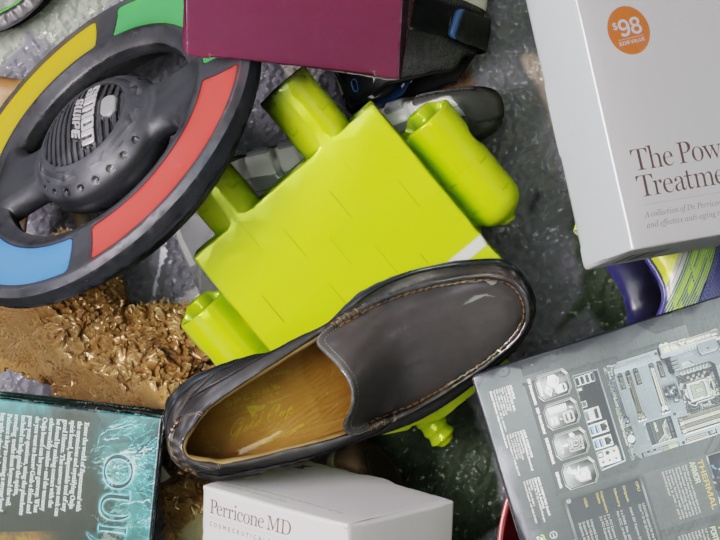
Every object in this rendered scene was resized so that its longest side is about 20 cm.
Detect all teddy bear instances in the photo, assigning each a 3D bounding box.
[{"bbox_3d":[-0.116,0.068,1.249,0.199,0.067,0.146,28,119,13],"label":"teddy bear"}]

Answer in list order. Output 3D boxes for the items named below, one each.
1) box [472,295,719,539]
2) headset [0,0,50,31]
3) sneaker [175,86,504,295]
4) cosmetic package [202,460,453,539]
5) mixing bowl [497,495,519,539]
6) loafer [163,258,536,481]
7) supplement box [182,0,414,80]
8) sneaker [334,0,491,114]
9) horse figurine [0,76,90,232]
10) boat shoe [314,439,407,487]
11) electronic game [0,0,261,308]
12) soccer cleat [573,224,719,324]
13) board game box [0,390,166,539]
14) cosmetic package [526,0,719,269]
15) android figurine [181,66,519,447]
[{"bbox_3d":[0.156,0.122,1.102,0.156,0.051,0.202,-19,83,8],"label":"box"},{"bbox_3d":[-0.210,-0.234,1.296,0.122,0.094,0.202,14,104,6],"label":"headset"},{"bbox_3d":[-0.003,-0.022,1.243,0.199,0.075,0.116,-18,90,17],"label":"sneaker"},{"bbox_3d":[-0.019,0.208,1.169,0.107,0.084,0.202,8,101,42],"label":"cosmetic package"},{"bbox_3d":[0.173,0.145,1.178,0.198,0.108,0.202,0,88,9],"label":"mixing bowl"},{"bbox_3d":[-0.003,0.055,1.134,0.199,0.072,0.073,-27,95,1],"label":"loafer"},{"bbox_3d":[-0.018,-0.198,1.160,0.109,0.086,0.201,8,48,3],"label":"supplement box"},{"bbox_3d":[-0.028,-0.141,1.245,0.198,0.073,0.113,1,84,8],"label":"sneaker"},{"bbox_3d":[-0.228,-0.059,1.288,0.198,0.050,0.134,-16,87,9],"label":"horse figurine"},{"bbox_3d":[0.018,0.194,1.229,0.076,0.072,0.201,-31,73,19],"label":"boat shoe"},{"bbox_3d":[-0.132,-0.066,1.180,0.199,0.042,0.201,-26,40,24],"label":"electronic game"},{"bbox_3d":[0.148,-0.053,1.210,0.083,0.065,0.202,-11,87,-11],"label":"soccer cleat"},{"bbox_3d":[-0.175,0.164,1.183,0.134,0.028,0.202,7,93,-2],"label":"board game box"},{"bbox_3d":[0.189,-0.092,1.165,0.199,0.052,0.152,-10,82,-28],"label":"cosmetic package"},{"bbox_3d":[0.000,0.000,1.183,0.182,0.041,0.200,-42,98,4],"label":"android figurine"}]
